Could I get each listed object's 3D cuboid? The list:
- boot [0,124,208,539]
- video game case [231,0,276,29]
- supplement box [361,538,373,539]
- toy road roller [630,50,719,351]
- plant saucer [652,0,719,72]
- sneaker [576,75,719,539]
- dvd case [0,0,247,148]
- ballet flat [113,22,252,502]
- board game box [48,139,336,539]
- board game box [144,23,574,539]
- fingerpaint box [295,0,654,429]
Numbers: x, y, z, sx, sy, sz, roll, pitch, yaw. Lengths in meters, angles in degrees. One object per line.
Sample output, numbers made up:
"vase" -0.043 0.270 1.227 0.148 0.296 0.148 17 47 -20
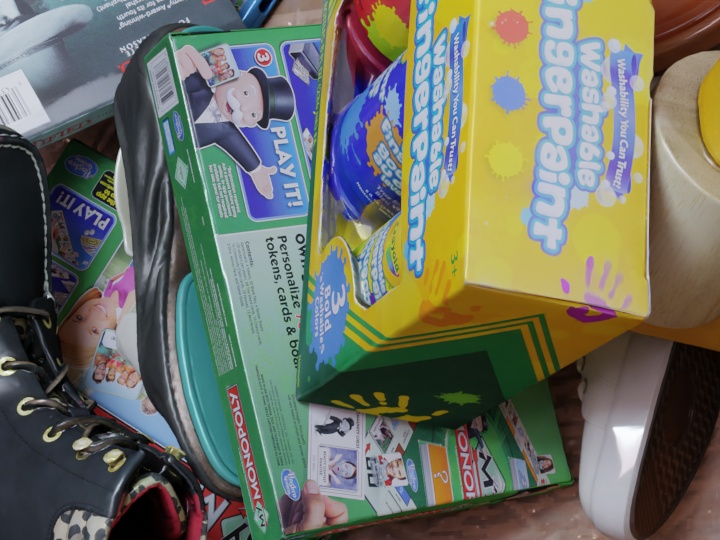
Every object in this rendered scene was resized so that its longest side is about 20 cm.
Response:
"boot" -0.119 0.049 0.995 0.154 0.073 0.204 12 98 46
"video game case" -0.072 -0.188 1.166 0.143 0.018 0.200 31 85 26
"supplement box" -0.025 0.219 0.981 0.200 0.074 0.126 -43 63 4
"toy road roller" 0.180 -0.050 0.939 0.200 0.123 0.146 10 55 -17
"plant saucer" 0.106 -0.168 1.074 0.200 0.032 0.201 -10 62 19
"sneaker" 0.102 0.014 1.007 0.085 0.073 0.200 3 63 25
"dvd case" -0.156 -0.151 1.088 0.146 0.022 0.200 -27 78 -21
"ballet flat" -0.067 0.000 1.025 0.068 0.068 0.200 -23 66 48
"board game box" -0.081 0.046 1.077 0.200 0.029 0.135 30 84 26
"board game box" 0.000 0.000 1.001 0.029 0.134 0.200 -30 71 58
"fingerpaint box" 0.040 -0.061 0.924 0.073 0.167 0.200 10 71 -19
